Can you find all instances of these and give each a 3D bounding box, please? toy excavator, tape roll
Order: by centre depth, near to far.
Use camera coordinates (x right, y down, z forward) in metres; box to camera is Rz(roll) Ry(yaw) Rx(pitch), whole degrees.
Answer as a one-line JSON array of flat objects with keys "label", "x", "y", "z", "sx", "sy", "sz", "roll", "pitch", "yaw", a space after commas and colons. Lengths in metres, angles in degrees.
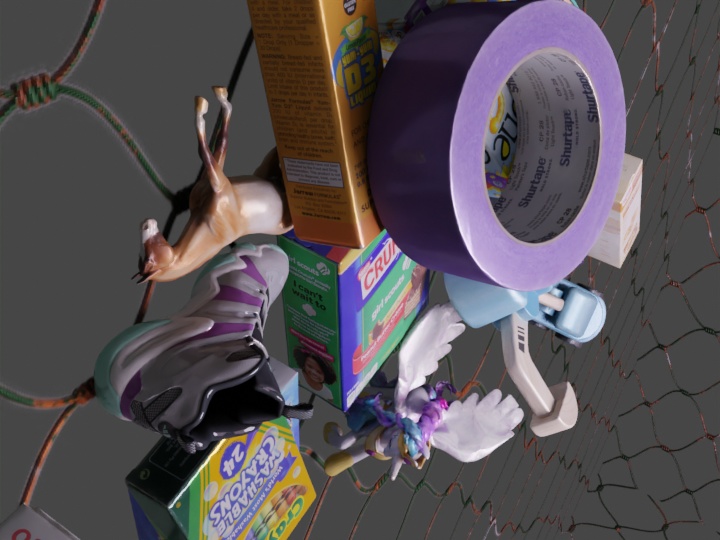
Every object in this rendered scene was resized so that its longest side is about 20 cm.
[{"label": "tape roll", "x": 0.104, "y": -0.092, "z": 0.684, "sx": 0.197, "sy": 0.084, "sz": 0.205, "roll": -11, "pitch": 107, "yaw": -41}, {"label": "toy excavator", "x": 0.146, "y": 0.041, "z": 0.939, "sx": 0.194, "sy": 0.099, "sz": 0.203, "roll": 39, "pitch": 43, "yaw": -34}, {"label": "toy excavator", "x": 0.314, "y": 0.051, "z": 1.502, "sx": 0.200, "sy": 0.191, "sz": 0.101, "roll": -126, "pitch": -118, "yaw": -86}]

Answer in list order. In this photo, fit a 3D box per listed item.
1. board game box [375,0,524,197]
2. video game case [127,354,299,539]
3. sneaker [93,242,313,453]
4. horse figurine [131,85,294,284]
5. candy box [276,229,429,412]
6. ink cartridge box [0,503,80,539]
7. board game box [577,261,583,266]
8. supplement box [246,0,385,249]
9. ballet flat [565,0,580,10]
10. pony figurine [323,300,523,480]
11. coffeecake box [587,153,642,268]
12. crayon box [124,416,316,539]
[{"label": "board game box", "x": 0.077, "y": -0.164, "z": 0.771, "sx": 0.200, "sy": 0.104, "sz": 0.104, "roll": 47, "pitch": 69, "yaw": -37}, {"label": "video game case", "x": -0.123, "y": 0.208, "z": 0.862, "sx": 0.181, "sy": 0.045, "sz": 0.203, "roll": -45, "pitch": 148, "yaw": -41}, {"label": "sneaker", "x": -0.082, "y": 0.064, "z": 0.696, "sx": 0.200, "sy": 0.138, "sz": 0.079, "roll": -44, "pitch": 148, "yaw": -38}, {"label": "horse figurine", "x": -0.080, "y": -0.069, "z": 0.693, "sx": 0.199, "sy": 0.049, "sz": 0.135, "roll": -21, "pitch": 124, "yaw": -53}, {"label": "candy box", "x": 0.000, "y": 0.000, "z": 0.882, "sx": 0.169, "sy": 0.076, "sz": 0.203, "roll": -49, "pitch": 150, "yaw": -36}, {"label": "ink cartridge box", "x": -0.229, "y": 0.271, "z": 0.581, "sx": 0.200, "sy": 0.146, "sz": 0.087, "roll": -43, "pitch": 148, "yaw": -39}, {"label": "board game box", "x": 0.176, "y": -0.105, "z": 1.013, "sx": 0.032, "sy": 0.201, "sz": 0.121, "roll": -25, "pitch": 144, "yaw": -13}, {"label": "supplement box", "x": -0.022, "y": -0.121, "z": 0.660, "sx": 0.066, "sy": 0.068, "sz": 0.204, "roll": -41, "pitch": 130, "yaw": -43}, {"label": "ballet flat", "x": 0.229, "y": -0.281, "z": 1.111, "sx": 0.068, "sy": 0.068, "sz": 0.199, "roll": -60, "pitch": 155, "yaw": 7}, {"label": "pony figurine", "x": 0.055, "y": 0.148, "z": 0.992, "sx": 0.192, "sy": 0.199, "sz": 0.168, "roll": -40, "pitch": 102, "yaw": -27}, {"label": "coffeecake box", "x": 0.316, "y": -0.103, "z": 1.340, "sx": 0.074, "sy": 0.152, "sz": 0.201, "roll": -58, "pitch": 155, "yaw": -15}, {"label": "crayon box", "x": -0.102, "y": 0.188, "z": 0.771, "sx": 0.126, "sy": 0.051, "sz": 0.202, "roll": -51, "pitch": 145, "yaw": -31}]
